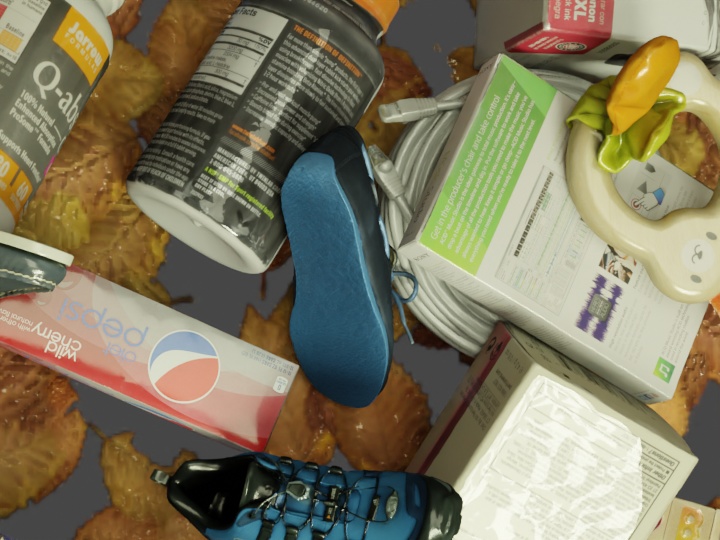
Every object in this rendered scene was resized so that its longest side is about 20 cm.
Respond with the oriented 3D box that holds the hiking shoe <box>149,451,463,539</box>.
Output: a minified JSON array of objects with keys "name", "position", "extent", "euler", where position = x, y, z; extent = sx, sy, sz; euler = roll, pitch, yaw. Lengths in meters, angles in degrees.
[{"name":"hiking shoe","position":[-0.032,0.149,1.285],"extent":[0.087,0.200,0.075],"euler":[32,61,-44]}]

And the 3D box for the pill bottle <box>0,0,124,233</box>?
[{"name":"pill bottle","position":[-0.221,-0.123,1.295],"extent":[0.116,0.116,0.200],"euler":[31,70,-11]}]

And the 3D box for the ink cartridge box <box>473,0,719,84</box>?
[{"name":"ink cartridge box","position":[0.192,-0.171,1.401],"extent":[0.200,0.145,0.084],"euler":[6,83,-15]}]

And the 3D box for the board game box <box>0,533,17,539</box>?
[{"name":"board game box","position":[-0.148,0.235,1.269],"extent":[0.200,0.159,0.097],"euler":[24,80,-12]}]

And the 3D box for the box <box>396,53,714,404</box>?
[{"name":"box","position":[0.136,-0.025,1.349],"extent":[0.200,0.036,0.145],"euler":[32,68,-16]}]

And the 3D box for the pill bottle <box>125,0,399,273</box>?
[{"name":"pill bottle","position":[-0.054,-0.107,1.349],"extent":[0.106,0.106,0.200],"euler":[34,78,-10]}]

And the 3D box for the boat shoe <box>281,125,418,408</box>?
[{"name":"boat shoe","position":[0.000,0.000,1.335],"extent":[0.084,0.200,0.069],"euler":[17,45,16]}]

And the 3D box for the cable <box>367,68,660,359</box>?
[{"name":"cable","position":[0.107,-0.033,1.408],"extent":[0.200,0.069,0.200],"euler":[-17,91,-17]}]

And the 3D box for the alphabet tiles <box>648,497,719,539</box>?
[{"name":"alphabet tiles","position":[0.202,0.253,1.442],"extent":[0.166,0.006,0.200],"euler":[17,82,-13]}]

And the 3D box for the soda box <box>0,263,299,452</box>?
[{"name":"soda box","position":[-0.144,0.048,1.331],"extent":[0.200,0.070,0.064],"euler":[24,82,-12]}]

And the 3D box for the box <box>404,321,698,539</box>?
[{"name":"box","position":[0.096,0.154,1.338],"extent":[0.128,0.109,0.200],"euler":[31,97,-14]}]

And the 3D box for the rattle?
[{"name":"rattle","position":[0.214,-0.039,1.289],"extent":[0.130,0.143,0.200],"euler":[-19,86,-25]}]

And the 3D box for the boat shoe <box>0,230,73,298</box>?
[{"name":"boat shoe","position":[-0.255,0.005,1.252],"extent":[0.200,0.075,0.062],"euler":[3,72,29]}]
